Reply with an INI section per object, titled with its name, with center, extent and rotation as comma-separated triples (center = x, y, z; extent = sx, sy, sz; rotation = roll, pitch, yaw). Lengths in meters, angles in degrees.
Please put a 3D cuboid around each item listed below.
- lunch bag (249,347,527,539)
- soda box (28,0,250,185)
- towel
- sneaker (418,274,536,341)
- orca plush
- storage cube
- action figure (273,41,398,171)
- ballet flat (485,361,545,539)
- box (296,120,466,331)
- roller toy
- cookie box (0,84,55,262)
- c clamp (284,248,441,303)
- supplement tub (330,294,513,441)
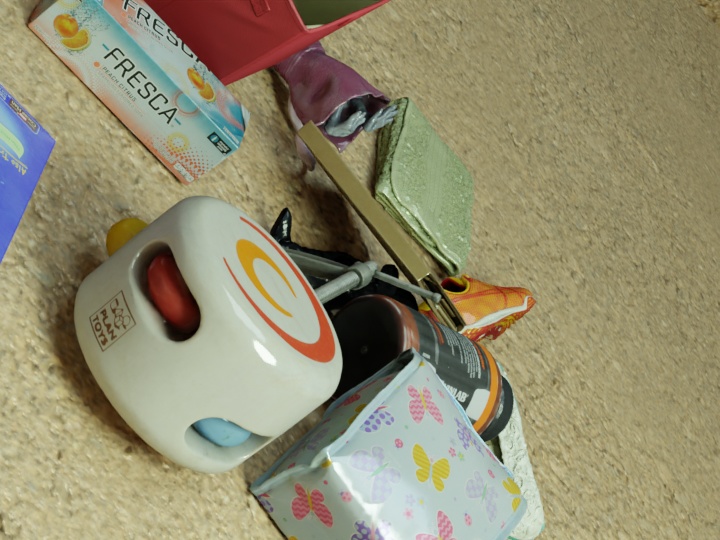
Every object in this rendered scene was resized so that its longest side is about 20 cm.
[lunch bag]
center = 0.034, 0.179, 1.482
extent = 0.170, 0.127, 0.200
rotation = 54, 44, -6
[soda box]
center = -0.187, -0.171, 1.556
extent = 0.200, 0.068, 0.064
rotation = 46, 29, -21
[towel]
center = 0.073, -0.093, 1.978
extent = 0.148, 0.036, 0.200
rotation = 47, 27, -24
[sneaker]
center = 0.126, 0.033, 1.895
extent = 0.077, 0.073, 0.200
rotation = 53, 21, 13
[orca plush]
center = 0.000, 0.000, 1.700
extent = 0.200, 0.071, 0.105
rotation = 42, 30, -30
[storage cube]
center = -0.092, -0.275, 1.630
extent = 0.200, 0.179, 0.171
rotation = -33, 97, -49
[action figure]
center = -0.061, -0.205, 1.830
extent = 0.200, 0.149, 0.134
rotation = 45, -8, 14
[ballet flat]
center = 0.124, 0.168, 1.747
extent = 0.072, 0.072, 0.201
rotation = 25, 40, -49
[box]
center = 0.021, -0.039, 1.723
extent = 0.200, 0.021, 0.164
rotation = 53, 1, 25
[roller toy]
center = -0.118, 0.049, 1.353
extent = 0.200, 0.140, 0.183
rotation = 49, 16, -12
[cookie box]
center = -0.310, -0.078, 1.226
extent = 0.171, 0.075, 0.200
rotation = 47, 27, -23
[c clamp]
center = -0.047, 0.009, 1.542
extent = 0.170, 0.027, 0.200
rotation = 20, 19, 24
[supplement tub]
center = 0.058, 0.099, 1.654
extent = 0.200, 0.107, 0.107
rotation = 27, 39, -46
